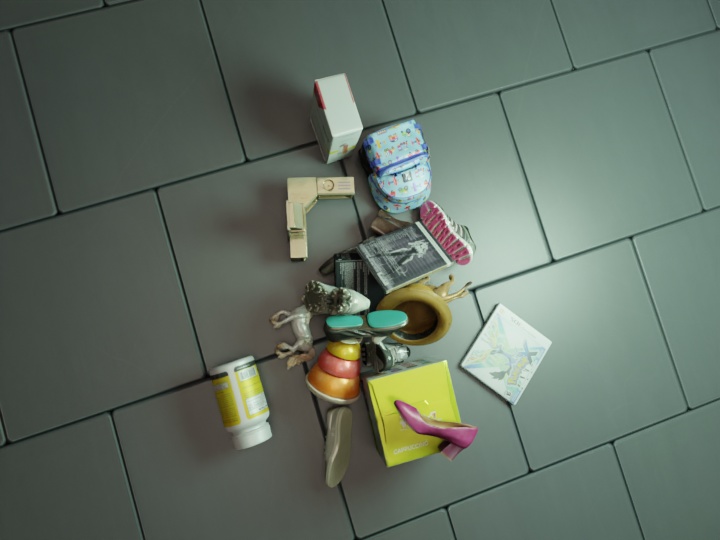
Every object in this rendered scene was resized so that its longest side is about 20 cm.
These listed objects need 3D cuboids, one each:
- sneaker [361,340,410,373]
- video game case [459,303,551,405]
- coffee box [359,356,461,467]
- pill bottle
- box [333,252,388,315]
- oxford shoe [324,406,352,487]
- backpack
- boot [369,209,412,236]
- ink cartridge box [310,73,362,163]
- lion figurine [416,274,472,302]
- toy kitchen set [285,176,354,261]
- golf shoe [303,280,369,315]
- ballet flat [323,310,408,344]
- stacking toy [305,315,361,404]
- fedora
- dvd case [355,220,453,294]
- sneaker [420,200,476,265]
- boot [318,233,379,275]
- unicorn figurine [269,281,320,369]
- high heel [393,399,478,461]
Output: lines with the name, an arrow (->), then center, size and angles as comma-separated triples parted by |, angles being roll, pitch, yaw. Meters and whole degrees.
sneaker -> 0.077, 0.203, 1.335 | 0.113, 0.200, 0.077 | -2, 89, -14
video game case -> 0.391, 0.223, 1.453 | 0.181, 0.022, 0.202 | 35, 82, -2
coffee box -> 0.120, 0.335, 1.321 | 0.195, 0.198, 0.204 | -13, 85, -7
pill bottle -> -0.289, 0.321, 1.320 | 0.112, 0.114, 0.204 | -16, 86, -8
box -> 0.004, 0.061, 1.367 | 0.138, 0.079, 0.205 | -1, 106, -4
oxford shoe -> -0.063, 0.440, 1.365 | 0.057, 0.075, 0.205 | 7, 91, 36
backpack -> 0.102, -0.262, 1.413 | 0.179, 0.135, 0.204 | -16, 85, -8
boot -> 0.093, -0.065, 1.386 | 0.164, 0.073, 0.201 | 28, 38, -2
ink cartridge box -> -0.066, -0.380, 1.376 | 0.082, 0.200, 0.148 | -18, 86, -11
lion figurine -> 0.178, 0.059, 1.380 | 0.122, 0.198, 0.074 | -28, 100, -40
toy kitchen set -> -0.099, -0.137, 1.364 | 0.176, 0.163, 0.205 | -2, 85, -7
golf shoe -> -0.060, 0.073, 1.282 | 0.096, 0.198, 0.080 | 9, 91, -39
ballet flat -> 0.013, 0.134, 1.255 | 0.195, 0.069, 0.070 | -2, 125, -1
stacking toy -> -0.043, 0.207, 1.316 | 0.143, 0.146, 0.204 | 16, 105, -4
fedora -> 0.130, 0.096, 1.311 | 0.197, 0.202, 0.083 | 20, 44, -4
dvd case -> 0.107, -0.036, 1.314 | 0.197, 0.016, 0.150 | -22, 58, -22
sneaker -> 0.237, -0.104, 1.442 | 0.201, 0.087, 0.074 | 51, 123, 12
boot -> 0.000, 0.000, 1.413 | 0.197, 0.068, 0.133 | -26, 93, -7
unicorn figurine -> -0.160, 0.137, 1.382 | 0.135, 0.074, 0.205 | -11, 99, -17
high heel -> 0.165, 0.326, 1.192 | 0.199, 0.067, 0.096 | 42, 93, -16
